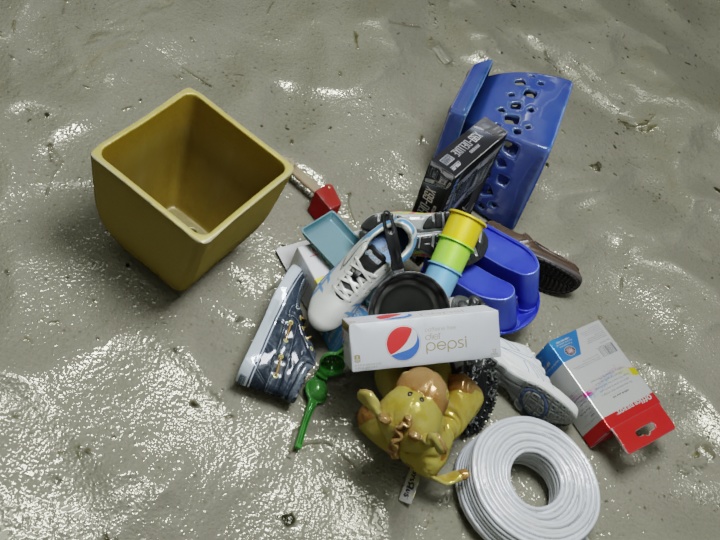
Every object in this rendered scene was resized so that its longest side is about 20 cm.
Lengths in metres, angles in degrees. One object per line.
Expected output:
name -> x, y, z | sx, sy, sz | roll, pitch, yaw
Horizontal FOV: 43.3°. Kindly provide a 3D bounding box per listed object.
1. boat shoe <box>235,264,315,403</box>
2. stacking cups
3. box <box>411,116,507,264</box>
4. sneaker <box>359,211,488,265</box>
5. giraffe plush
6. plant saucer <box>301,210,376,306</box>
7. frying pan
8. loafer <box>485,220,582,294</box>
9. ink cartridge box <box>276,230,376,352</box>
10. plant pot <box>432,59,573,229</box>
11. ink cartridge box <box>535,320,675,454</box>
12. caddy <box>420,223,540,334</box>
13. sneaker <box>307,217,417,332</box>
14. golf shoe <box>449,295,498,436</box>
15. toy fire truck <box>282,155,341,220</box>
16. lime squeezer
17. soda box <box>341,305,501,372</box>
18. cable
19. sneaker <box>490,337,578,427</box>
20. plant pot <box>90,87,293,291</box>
boat shoe -> -0.098, 0.090, 1.273 | 0.091, 0.071, 0.201 | 25, 57, -4
stacking cups -> 0.112, 0.016, 1.282 | 0.060, 0.061, 0.201 | 24, 87, -3
box -> 0.143, -0.125, 1.435 | 0.050, 0.200, 0.158 | 37, 50, 15
sneaker -> 0.092, -0.056, 1.354 | 0.199, 0.090, 0.079 | 10, 95, -10
giraffe plush -> 0.067, 0.187, 1.173 | 0.172, 0.162, 0.201 | 0, 67, 12
plant saucer -> 0.000, 0.000, 1.316 | 0.200, 0.019, 0.070 | 46, 52, 13
frying pan -> 0.043, 0.028, 1.222 | 0.115, 0.031, 0.190 | -36, 97, -5
loafer -> 0.278, -0.031, 1.499 | 0.199, 0.073, 0.071 | 27, 51, -1
ink cartridge box -> -0.029, 0.016, 1.349 | 0.115, 0.068, 0.200 | -17, 63, -31
plant pot -> 0.233, -0.226, 1.552 | 0.179, 0.200, 0.200 | 23, 50, 5
ink cartridge box -> 0.368, 0.187, 1.381 | 0.116, 0.067, 0.200 | -18, 64, -30
caddy -> 0.185, 0.015, 1.405 | 0.200, 0.105, 0.141 | 33, 57, 28
sneaker -> -0.001, 0.002, 1.254 | 0.072, 0.073, 0.200 | 42, 82, 11
golf shoe -> 0.143, 0.136, 1.313 | 0.078, 0.094, 0.201 | -3, 92, -44
toy fire truck -> -0.138, -0.144, 1.435 | 0.141, 0.049, 0.200 | -23, 66, -33
lime squeezer -> -0.042, 0.154, 1.251 | 0.038, 0.071, 0.200 | 42, 75, -37
soda box -> 0.078, 0.087, 1.186 | 0.199, 0.068, 0.064 | -6, 95, -9
cable -> 0.229, 0.298, 1.244 | 0.199, 0.069, 0.201 | 7, 54, -17
sneaker -> 0.245, 0.153, 1.357 | 0.200, 0.075, 0.087 | 38, 46, 7
plant pot -> -0.243, -0.087, 1.254 | 0.194, 0.200, 0.196 | 38, 50, 8
